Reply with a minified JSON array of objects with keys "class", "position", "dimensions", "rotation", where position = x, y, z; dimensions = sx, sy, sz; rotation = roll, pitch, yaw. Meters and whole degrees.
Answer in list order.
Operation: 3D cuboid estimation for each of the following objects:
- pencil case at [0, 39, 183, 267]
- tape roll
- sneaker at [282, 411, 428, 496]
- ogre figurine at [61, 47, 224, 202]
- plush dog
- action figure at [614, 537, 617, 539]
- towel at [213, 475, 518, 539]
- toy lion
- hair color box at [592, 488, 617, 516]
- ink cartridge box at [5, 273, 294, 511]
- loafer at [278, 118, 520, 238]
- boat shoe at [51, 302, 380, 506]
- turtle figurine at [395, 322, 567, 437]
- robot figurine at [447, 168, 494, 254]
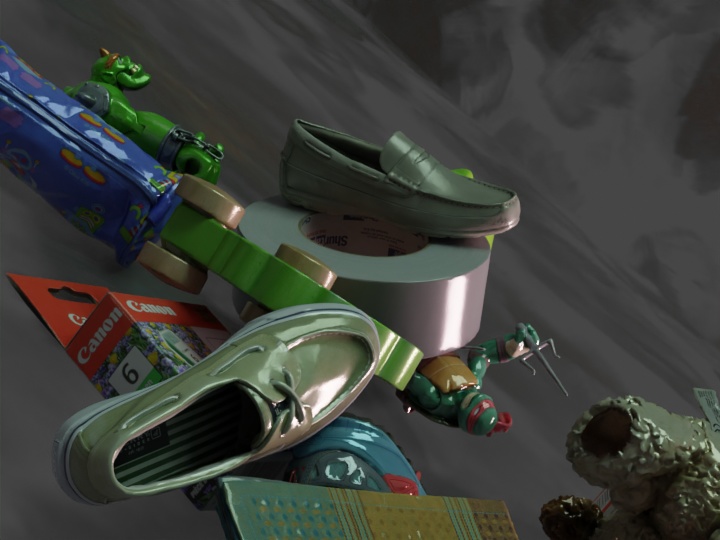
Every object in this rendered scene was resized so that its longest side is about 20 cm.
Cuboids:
[{"class":"pencil case","position":[-0.215,-0.089,1.030],"dimensions":[0.199,0.078,0.087],"rotation":[37,-16,-6]},{"class":"tape roll","position":[0.000,0.000,1.154],"dimensions":[0.198,0.067,0.201],"rotation":[5,21,-2]},{"class":"sneaker","position":[0.017,0.178,0.839],"dimensions":[0.200,0.079,0.096],"rotation":[47,45,-20]},{"class":"ogre figurine","position":[-0.178,-0.102,1.136],"dimensions":[0.119,0.098,0.200],"rotation":[34,12,-19]},{"class":"plush dog","position":[0.232,0.201,1.098],"dimensions":[0.160,0.172,0.200],"rotation":[-11,53,-48]},{"class":"action figure","position":[0.157,0.241,0.978],"dimensions":[0.099,0.065,0.200],"rotation":[54,18,22]},{"class":"towel","position":[0.022,0.177,0.747],"dimensions":[0.199,0.022,0.148],"rotation":[11,47,-39]},{"class":"toy lion","position":[-0.033,0.023,0.929],"dimensions":[0.191,0.069,0.200],"rotation":[30,-3,34]},{"class":"hair color box","position":[0.279,0.249,1.215],"dimensions":[0.200,0.102,0.061],"rotation":[40,13,1]},{"class":"ink cartridge box","position":[-0.114,0.056,0.888],"dimensions":[0.200,0.050,0.109],"rotation":[46,14,23]},{"class":"loafer","position":[0.030,-0.073,1.160],"dimensions":[0.198,0.071,0.070],"rotation":[11,22,12]},{"class":"boat shoe","position":[-0.060,0.073,0.756],"dimensions":[0.199,0.073,0.062],"rotation":[-25,18,-33]},{"class":"turtle figurine","position":[0.062,0.073,1.206],"dimensions":[0.149,0.101,0.200],"rotation":[0,29,-47]},{"class":"robot figurine","position":[0.068,-0.021,1.434],"dimensions":[0.201,0.114,0.177],"rotation":[-70,147,-52]}]
